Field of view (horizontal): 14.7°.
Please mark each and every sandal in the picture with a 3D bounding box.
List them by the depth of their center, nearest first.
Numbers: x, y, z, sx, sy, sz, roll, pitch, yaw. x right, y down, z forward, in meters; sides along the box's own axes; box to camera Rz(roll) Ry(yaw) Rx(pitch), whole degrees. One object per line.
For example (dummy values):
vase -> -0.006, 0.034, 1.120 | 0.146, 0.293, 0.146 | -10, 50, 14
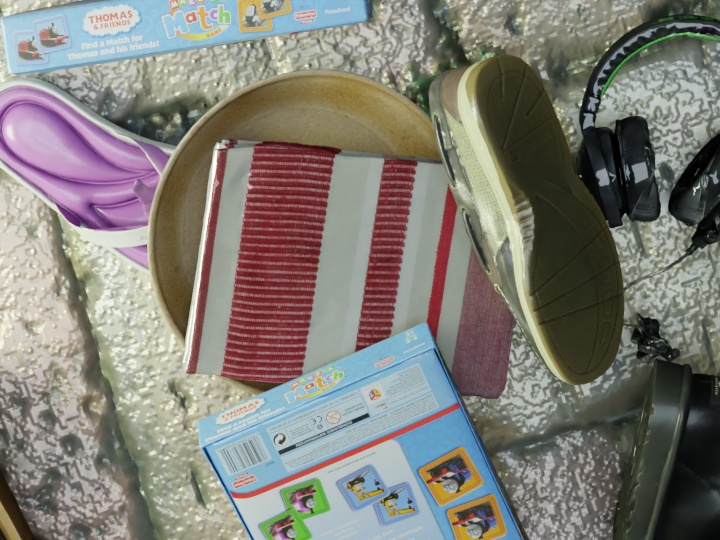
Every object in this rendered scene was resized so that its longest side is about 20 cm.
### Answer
sandal -> -0.142, -0.046, 1.674 | 0.202, 0.050, 0.083 | 25, 98, -3

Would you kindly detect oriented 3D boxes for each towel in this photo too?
towel -> 0.000, 0.000, 1.649 | 0.200, 0.023, 0.144 | 5, 102, -16

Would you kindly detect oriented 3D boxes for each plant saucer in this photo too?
plant saucer -> -0.033, -0.023, 1.664 | 0.200, 0.035, 0.201 | -3, 102, -16

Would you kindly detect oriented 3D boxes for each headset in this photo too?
headset -> 0.186, -0.049, 1.648 | 0.123, 0.094, 0.200 | 10, 105, -1

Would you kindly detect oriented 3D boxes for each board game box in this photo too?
board game box -> -0.096, -0.146, 1.601 | 0.200, 0.151, 0.037 | -9, 97, 2
board game box -> 0.011, 0.146, 1.675 | 0.151, 0.037, 0.200 | -23, 117, 4

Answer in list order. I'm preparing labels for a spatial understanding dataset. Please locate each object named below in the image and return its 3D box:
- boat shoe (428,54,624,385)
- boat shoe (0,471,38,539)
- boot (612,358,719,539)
boat shoe -> 0.094, -0.030, 1.622 | 0.072, 0.066, 0.201 | -30, 108, -30
boat shoe -> -0.237, 0.159, 1.694 | 0.070, 0.070, 0.200 | -27, 97, 0
boot -> 0.234, 0.151, 1.653 | 0.157, 0.079, 0.211 | 9, 127, 1
